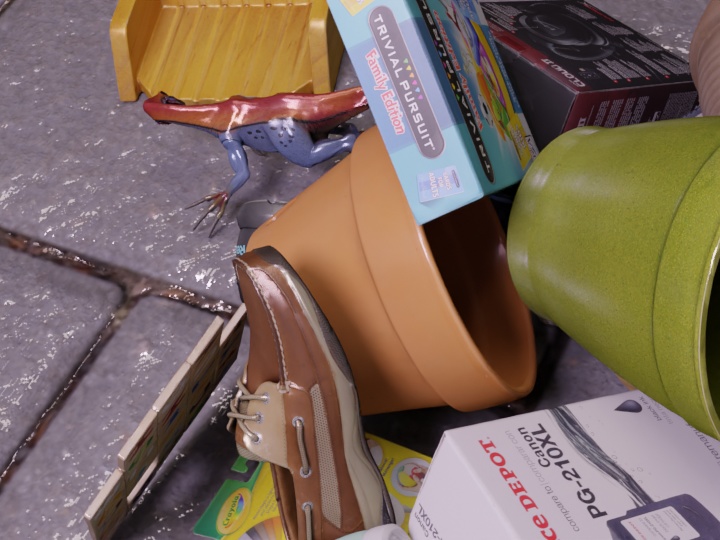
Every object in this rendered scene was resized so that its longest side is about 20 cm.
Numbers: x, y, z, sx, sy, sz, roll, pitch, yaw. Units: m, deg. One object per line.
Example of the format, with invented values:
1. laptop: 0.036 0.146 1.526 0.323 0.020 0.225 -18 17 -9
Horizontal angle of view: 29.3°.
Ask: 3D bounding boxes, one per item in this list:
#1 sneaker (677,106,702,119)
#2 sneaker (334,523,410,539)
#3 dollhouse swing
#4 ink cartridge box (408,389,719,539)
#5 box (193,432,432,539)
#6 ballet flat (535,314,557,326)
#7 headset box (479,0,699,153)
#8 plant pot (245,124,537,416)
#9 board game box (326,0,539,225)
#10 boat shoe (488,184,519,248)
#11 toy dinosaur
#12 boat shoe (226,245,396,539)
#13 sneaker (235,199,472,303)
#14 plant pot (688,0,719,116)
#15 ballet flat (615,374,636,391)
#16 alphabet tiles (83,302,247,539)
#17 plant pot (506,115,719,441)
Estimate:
1. sneaker: 0.240 -0.067 0.988 0.199 0.070 0.083 -29 84 -27
2. sneaker: -0.006 0.260 0.797 0.117 0.074 0.203 -20 73 23
3. dollhouse swing: -0.120 -0.267 1.201 0.197 0.177 0.183 2 50 11
4. ink cartridge box: 0.149 0.155 0.805 0.198 0.085 0.145 -8 44 -30
5. box: -0.001 0.169 0.896 0.198 0.049 0.118 20 57 23
6. ballet flat: 0.194 -0.026 1.023 0.067 0.046 0.200 45 64 2
7. headset box: 0.150 -0.142 1.049 0.198 0.078 0.148 -13 41 -42
8. plant pot: 0.016 0.011 0.915 0.139 0.200 0.202 -23 46 20
9. board game box: 0.053 -0.117 0.872 0.046 0.153 0.200 -22 1 19
10. boat shoe: 0.091 -0.081 1.058 0.083 0.069 0.200 -26 40 -22
11. toy dinosaur: -0.078 -0.127 1.100 0.179 0.201 0.106 22 33 -11
12. boat shoe: -0.040 0.088 0.816 0.073 0.202 0.076 -23 17 -14
13. sneaker: 0.000 0.000 1.035 0.197 0.075 0.081 8 81 9
14. plant pot: 0.295 -0.092 0.879 0.199 0.202 0.093 20 67 25
15. ballet flat: 0.226 0.092 0.904 0.068 0.063 0.200 -30 52 -14
16. alphabet tiles: -0.121 0.096 0.874 0.008 0.200 0.168 34 71 3
17. plant pot: 0.196 -0.010 0.832 0.200 0.202 0.192 -40 34 -22
